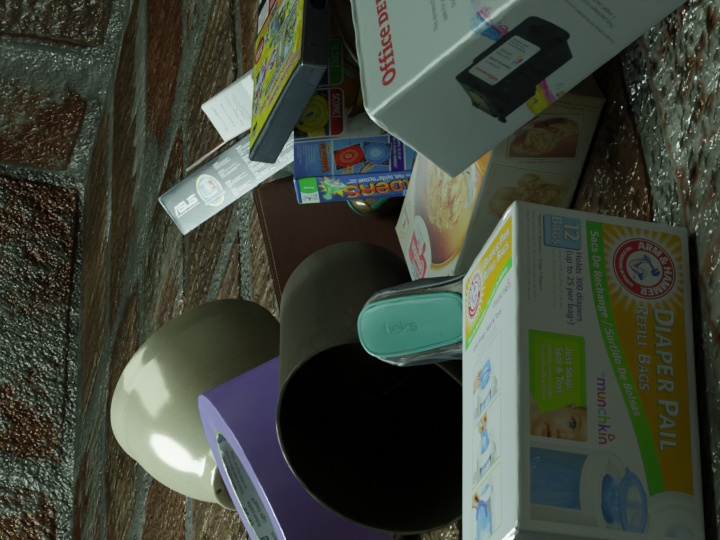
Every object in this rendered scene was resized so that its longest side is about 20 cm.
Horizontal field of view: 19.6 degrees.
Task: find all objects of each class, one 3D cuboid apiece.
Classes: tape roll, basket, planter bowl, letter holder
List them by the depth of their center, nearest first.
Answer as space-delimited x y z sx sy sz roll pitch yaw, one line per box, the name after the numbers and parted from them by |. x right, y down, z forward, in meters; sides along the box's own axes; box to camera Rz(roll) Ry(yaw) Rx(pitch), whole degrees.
0.006 0.074 1.547 0.136 0.180 0.200 -41 25 13 | basket
-0.052 0.174 1.699 0.201 0.084 0.200 59 167 23 | tape roll
0.000 0.000 1.784 0.201 0.141 0.101 -106 -4 -52 | letter holder
-0.126 0.149 2.039 0.135 0.199 0.202 46 132 38 | planter bowl

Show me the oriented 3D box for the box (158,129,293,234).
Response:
-0.073 -0.121 1.901 0.199 0.044 0.160 -31 7 44 | box

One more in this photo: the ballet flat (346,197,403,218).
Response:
0.032 -0.139 1.763 0.072 0.067 0.202 -30 40 49 | ballet flat

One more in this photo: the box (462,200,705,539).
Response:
0.122 0.076 1.181 0.102 0.111 0.202 120 155 -59 | box

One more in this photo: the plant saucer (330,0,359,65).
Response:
0.059 -0.230 1.589 0.199 0.037 0.203 9 105 36 | plant saucer

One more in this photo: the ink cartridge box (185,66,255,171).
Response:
-0.065 -0.179 1.889 0.200 0.045 0.176 -39 8 -35 | ink cartridge box

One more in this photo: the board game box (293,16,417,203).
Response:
0.012 -0.149 1.706 0.035 0.134 0.202 81 -173 -55 | board game box

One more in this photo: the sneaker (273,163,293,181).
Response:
-0.052 -0.108 2.100 0.200 0.066 0.091 -108 25 -67 | sneaker

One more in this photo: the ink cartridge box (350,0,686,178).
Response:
0.096 -0.178 1.317 0.199 0.083 0.147 -37 38 27 | ink cartridge box

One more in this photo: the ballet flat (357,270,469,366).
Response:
0.091 0.027 1.368 0.199 0.073 0.074 -6 72 37 | ballet flat

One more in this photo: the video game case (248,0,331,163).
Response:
-0.054 -0.205 1.661 0.200 0.025 0.183 128 147 -67 | video game case

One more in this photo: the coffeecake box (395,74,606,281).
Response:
0.093 -0.071 1.464 0.154 0.072 0.202 -107 28 -57 | coffeecake box
